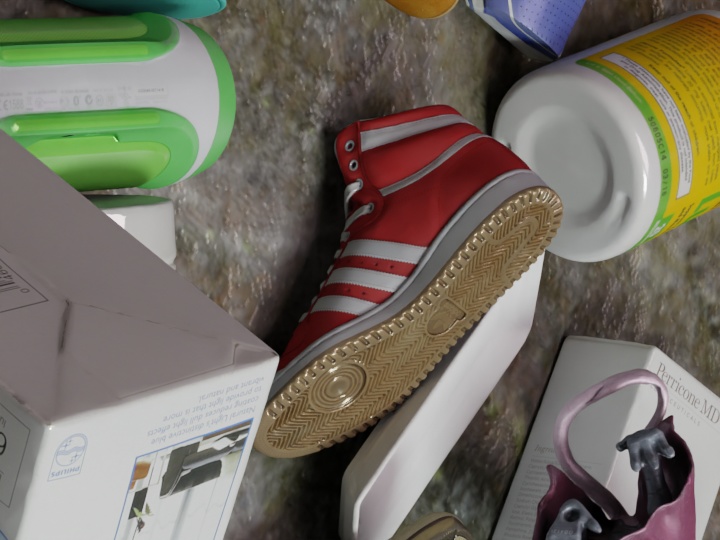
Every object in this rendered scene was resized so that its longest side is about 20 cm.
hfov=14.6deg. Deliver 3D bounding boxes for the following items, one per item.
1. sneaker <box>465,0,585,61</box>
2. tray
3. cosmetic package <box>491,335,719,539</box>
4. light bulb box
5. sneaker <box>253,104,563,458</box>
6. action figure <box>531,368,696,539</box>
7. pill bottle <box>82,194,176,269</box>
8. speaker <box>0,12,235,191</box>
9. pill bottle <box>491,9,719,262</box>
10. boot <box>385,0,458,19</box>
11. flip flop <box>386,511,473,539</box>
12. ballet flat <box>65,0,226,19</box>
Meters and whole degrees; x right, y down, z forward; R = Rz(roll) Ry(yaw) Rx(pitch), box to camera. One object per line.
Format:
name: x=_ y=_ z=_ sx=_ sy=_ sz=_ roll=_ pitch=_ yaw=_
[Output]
sneaker: x=0.134 y=-0.218 z=1.529 sx=0.081 sy=0.115 sz=0.200 roll=31 pitch=71 yaw=-43
tray: x=0.039 y=0.071 z=1.494 sx=0.200 sy=0.022 sz=0.107 roll=-54 pitch=162 yaw=-29
cosmetic package: x=0.137 y=0.148 z=1.592 sx=0.102 sy=0.074 sz=0.200 roll=36 pitch=69 yaw=-41
light bulb box: x=-0.160 y=0.075 z=1.134 sx=0.125 sy=0.198 sz=0.200 roll=-15 pitch=132 yaw=-45
sneaker: x=0.000 y=0.000 z=1.447 sx=0.200 sy=0.112 sz=0.071 roll=-42 pitch=142 yaw=1
action figure: x=0.149 y=0.179 z=1.514 sx=0.149 sy=0.134 sz=0.200 roll=-104 pitch=167 yaw=-48
pill bottle: x=-0.128 y=0.068 z=1.275 sx=0.113 sy=0.113 sz=0.200 roll=-7 pitch=98 yaw=-46
speaker: x=-0.152 y=-0.073 z=1.259 sx=0.200 sy=0.088 sz=0.089 roll=-7 pitch=98 yaw=-46
pill bottle: x=0.176 y=-0.084 z=1.587 sx=0.200 sy=0.111 sz=0.111 roll=-24 pitch=110 yaw=-43
boot: x=-0.032 y=-0.176 z=1.367 sx=0.201 sy=0.071 sz=0.144 roll=56 pitch=35 yaw=-20
flip flop: x=-0.032 y=0.176 z=1.419 sx=0.200 sy=0.058 sz=0.081 roll=-32 pitch=143 yaw=-21
ballet flat: x=-0.135 y=-0.156 z=1.286 sx=0.200 sy=0.072 sz=0.072 roll=0 pitch=93 yaw=-48
